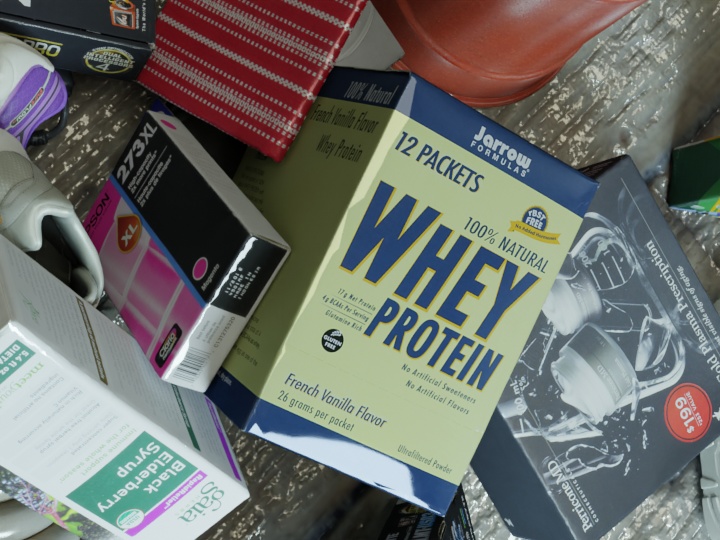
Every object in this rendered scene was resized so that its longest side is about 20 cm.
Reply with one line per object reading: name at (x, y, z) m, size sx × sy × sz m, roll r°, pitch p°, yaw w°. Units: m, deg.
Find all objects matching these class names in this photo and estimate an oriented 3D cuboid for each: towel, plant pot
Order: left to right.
towel at (-0.047, -0.178, 0.791) m, size 0.022 × 0.144 × 0.202 m, roll 27°, pitch 93°, yaw -54°
plant pot at (0.115, -0.227, 0.882) m, size 0.198 × 0.195 × 0.204 m, roll 2°, pitch 84°, yaw -21°

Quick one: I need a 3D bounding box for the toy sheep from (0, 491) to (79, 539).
toy sheep at (-0.225, 0.147, 0.755) m, size 0.136 × 0.138 × 0.203 m, roll -9°, pitch 107°, yaw -21°

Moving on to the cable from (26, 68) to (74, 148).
cable at (-0.273, -0.153, 0.802) m, size 0.197 × 0.051 × 0.166 m, roll -2°, pitch 86°, yaw -21°

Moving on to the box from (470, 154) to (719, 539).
box at (0.146, 0.057, 0.919) m, size 0.181 × 0.104 × 0.201 m, roll -34°, pitch 98°, yaw -19°

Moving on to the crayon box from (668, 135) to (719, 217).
crayon box at (0.329, -0.069, 0.949) m, size 0.124 × 0.200 × 0.052 m, roll 10°, pitch 82°, yaw -20°

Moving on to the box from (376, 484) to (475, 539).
box at (0.058, 0.248, 0.821) m, size 0.049 × 0.198 × 0.203 m, roll -14°, pitch 92°, yaw 11°

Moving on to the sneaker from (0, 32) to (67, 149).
sneaker at (-0.239, -0.043, 0.768) m, size 0.200 × 0.081 × 0.083 m, roll -47°, pitch 145°, yaw 14°

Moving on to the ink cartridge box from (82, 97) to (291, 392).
ink cartridge box at (-0.115, -0.025, 0.766) m, size 0.037 × 0.200 × 0.095 m, roll 22°, pitch 106°, yaw -38°

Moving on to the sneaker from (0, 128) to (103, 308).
sneaker at (-0.181, 0.017, 0.753) m, size 0.092 × 0.201 × 0.076 m, roll 34°, pitch 62°, yaw 30°

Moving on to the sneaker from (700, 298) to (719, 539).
sneaker at (0.301, 0.112, 1.000) m, size 0.080 × 0.076 × 0.203 m, roll 1°, pitch 89°, yaw -32°

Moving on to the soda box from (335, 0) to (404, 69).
soda box at (-0.059, -0.203, 0.881) m, size 0.063 × 0.068 × 0.201 m, roll -38°, pitch 100°, yaw -19°

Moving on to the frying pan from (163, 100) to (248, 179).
frying pan at (-0.089, -0.028, 0.873) m, size 0.113 × 0.031 × 0.193 m, roll -7°, pitch 93°, yaw -24°

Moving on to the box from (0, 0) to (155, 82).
box at (-0.205, -0.225, 0.801) m, size 0.159 × 0.049 × 0.203 m, roll 8°, pitch 66°, yaw -25°

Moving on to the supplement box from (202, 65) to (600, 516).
supplement box at (0.000, 0.000, 0.775) m, size 0.133 × 0.200 × 0.202 m, roll 26°, pitch 89°, yaw -25°

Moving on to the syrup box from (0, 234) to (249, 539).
syrup box at (-0.151, 0.075, 0.697) m, size 0.078 × 0.082 × 0.200 m, roll -37°, pitch 134°, yaw 7°
